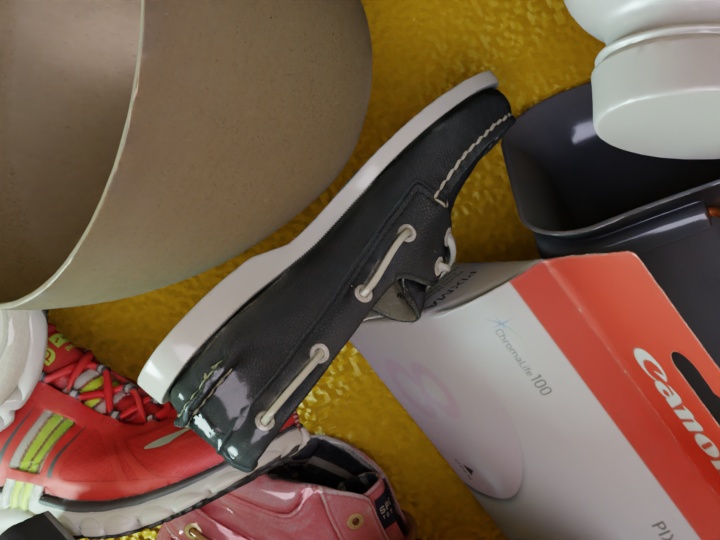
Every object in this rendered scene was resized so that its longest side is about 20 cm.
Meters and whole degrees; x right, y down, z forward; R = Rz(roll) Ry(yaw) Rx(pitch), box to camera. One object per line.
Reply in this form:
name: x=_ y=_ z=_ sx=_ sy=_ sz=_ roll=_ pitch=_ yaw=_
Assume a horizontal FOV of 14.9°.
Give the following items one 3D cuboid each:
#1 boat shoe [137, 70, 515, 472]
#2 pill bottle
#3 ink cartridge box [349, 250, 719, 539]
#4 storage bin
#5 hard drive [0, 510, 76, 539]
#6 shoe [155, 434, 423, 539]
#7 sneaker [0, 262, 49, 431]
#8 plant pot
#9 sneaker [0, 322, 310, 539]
boat shoe: x=0.000 y=0.000 z=1.083 sx=0.060 sy=0.076 sz=0.200 roll=44 pitch=69 yaw=6
pill bottle: x=0.128 y=-0.149 z=1.027 sx=0.112 sy=0.112 sz=0.201 roll=1 pitch=76 yaw=0
ink cartridge box: x=0.090 y=0.068 z=1.096 sx=0.057 sy=0.200 sz=0.163 roll=-41 pitch=104 yaw=-14
storage bin: x=0.176 y=-0.011 z=1.106 sx=0.199 sy=0.146 sz=0.135 roll=-20 pitch=116 yaw=7
hard drive: x=-0.095 y=0.214 z=1.092 sx=0.200 sy=0.033 sz=0.140 roll=45 pitch=125 yaw=19
shoe: x=0.009 y=0.134 z=1.179 sx=0.199 sy=0.072 sz=0.091 roll=19 pitch=110 yaw=-2
sneaker: x=-0.214 y=0.050 z=1.118 sx=0.199 sy=0.081 sz=0.075 roll=-25 pitch=67 yaw=24
plant pot: x=-0.074 y=-0.080 z=1.067 sx=0.134 sy=0.200 sz=0.201 roll=5 pitch=110 yaw=-33
sneaker: x=-0.115 y=0.063 z=1.128 sx=0.199 sy=0.077 sz=0.085 roll=-7 pitch=98 yaw=31
